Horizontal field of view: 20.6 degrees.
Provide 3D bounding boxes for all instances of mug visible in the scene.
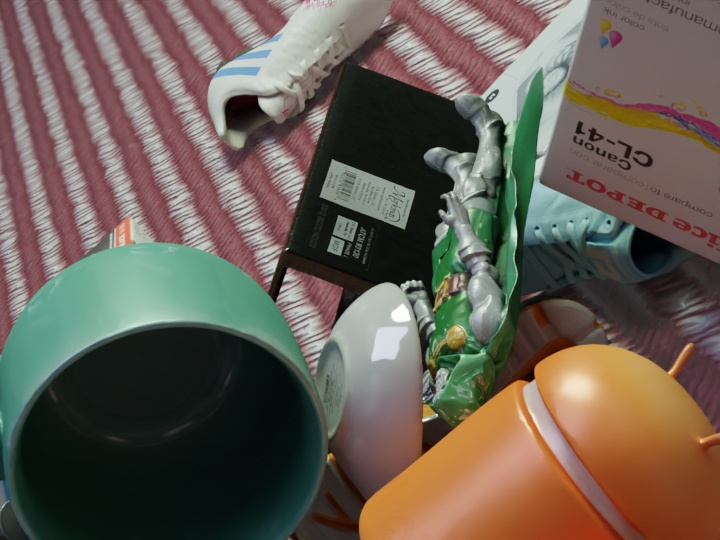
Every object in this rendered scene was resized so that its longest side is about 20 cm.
[{"bbox_3d":[-0.113,0.057,0.956,0.152,0.184,0.115,-54,27,15],"label":"mug"}]

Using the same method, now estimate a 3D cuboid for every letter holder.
[{"bbox_3d":[0.000,0.000,1.152,0.200,0.100,0.143,-75,6,-53],"label":"letter holder"}]

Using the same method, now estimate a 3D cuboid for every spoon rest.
[{"bbox_3d":[0.005,0.105,0.970,0.099,0.060,0.201,-144,62,-69],"label":"spoon rest"}]

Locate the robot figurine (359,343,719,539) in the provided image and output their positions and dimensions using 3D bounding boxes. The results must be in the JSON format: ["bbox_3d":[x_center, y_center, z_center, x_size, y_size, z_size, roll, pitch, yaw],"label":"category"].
[{"bbox_3d":[0.081,0.114,0.877,0.200,0.117,0.144,-40,-20,12],"label":"robot figurine"}]

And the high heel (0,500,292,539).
[{"bbox_3d":[-0.124,0.178,1.069,0.143,0.199,0.072,-53,34,45],"label":"high heel"}]

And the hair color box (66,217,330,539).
[{"bbox_3d":[-0.082,0.076,1.101,0.064,0.200,0.111,-40,24,12],"label":"hair color box"}]

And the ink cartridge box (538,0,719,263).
[{"bbox_3d":[0.175,-0.095,0.915,0.086,0.147,0.200,-59,-11,-31],"label":"ink cartridge box"}]

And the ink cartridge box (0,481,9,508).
[{"bbox_3d":[-0.179,0.108,1.238,0.199,0.085,0.146,-13,-2,-41],"label":"ink cartridge box"}]

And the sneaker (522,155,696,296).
[{"bbox_3d":[0.132,-0.025,1.071,0.200,0.074,0.082,-30,25,35],"label":"sneaker"}]

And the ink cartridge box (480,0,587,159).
[{"bbox_3d":[0.173,-0.138,1.230,0.200,0.041,0.200,-47,23,-2],"label":"ink cartridge box"}]

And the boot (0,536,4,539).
[{"bbox_3d":[-0.210,0.214,0.989,0.186,0.200,0.064,-41,22,10],"label":"boot"}]

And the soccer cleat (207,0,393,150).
[{"bbox_3d":[-0.046,-0.170,1.638,0.200,0.070,0.087,-35,41,29],"label":"soccer cleat"}]

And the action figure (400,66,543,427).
[{"bbox_3d":[0.053,-0.001,0.977,0.201,0.054,0.118,-85,16,-46],"label":"action figure"}]

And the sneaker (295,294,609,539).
[{"bbox_3d":[0.049,0.086,1.043,0.200,0.078,0.077,-38,9,10],"label":"sneaker"}]
